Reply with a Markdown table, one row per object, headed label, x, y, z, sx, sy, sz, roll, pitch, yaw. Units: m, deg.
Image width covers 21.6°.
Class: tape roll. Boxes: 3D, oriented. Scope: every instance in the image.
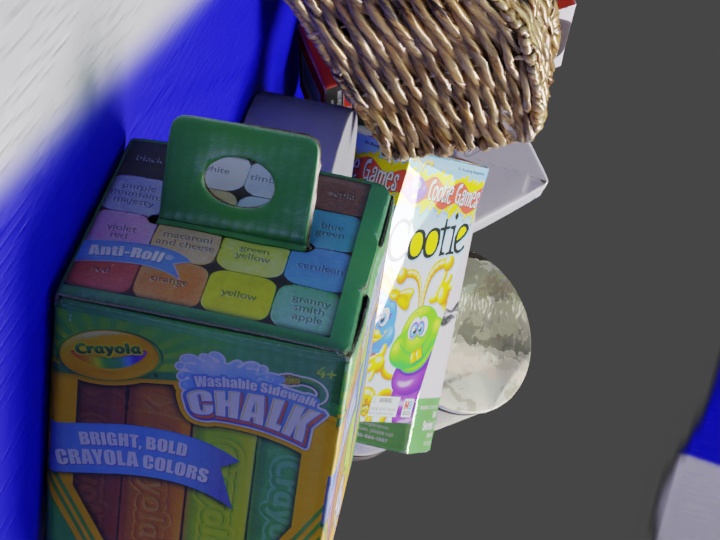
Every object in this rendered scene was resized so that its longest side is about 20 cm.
| label | x | y | z | sx | sy | sz | roll | pitch | yaw |
| --- | --- | --- | --- | --- | --- | --- | --- | --- | --- |
| tape roll | -0.053 | -0.013 | 1.241 | 0.200 | 0.066 | 0.202 | 11 | 90 | -87 |

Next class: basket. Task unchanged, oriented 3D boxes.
| label | x | y | z | sx | sy | sz | roll | pitch | yaw |
| --- | --- | --- | --- | --- | --- | --- | --- | --- | --- |
| basket | 0.051 | -0.190 | 1.194 | 0.200 | 0.142 | 0.150 | 55 | 38 | -41 |

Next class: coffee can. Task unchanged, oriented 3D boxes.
| label | x | y | z | sx | sy | sz | roll | pitch | yaw |
| --- | --- | --- | --- | --- | --- | --- | --- | --- | --- |
| coffee can | 0.035 | 0.077 | 1.667 | 0.200 | 0.146 | 0.147 | -28 | -137 | 54 |

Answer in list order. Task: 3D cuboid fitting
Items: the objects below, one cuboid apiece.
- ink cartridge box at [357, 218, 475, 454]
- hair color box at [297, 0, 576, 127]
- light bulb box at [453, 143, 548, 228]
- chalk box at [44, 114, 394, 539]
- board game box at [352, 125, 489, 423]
| label | x | y | z | sx | sy | sz | roll | pitch | yaw |
| --- | --- | --- | --- | --- | --- | --- | --- | --- | --- |
| ink cartridge box | 0.000 | 0.033 | 1.512 | 0.084 | 0.145 | 0.201 | 12 | 90 | -72 |
| hair color box | 0.055 | -0.169 | 1.417 | 0.102 | 0.199 | 0.062 | 91 | -23 | -69 |
| light bulb box | 0.070 | -0.130 | 1.696 | 0.199 | 0.124 | 0.200 | 64 | 3 | 1 |
| chalk box | -0.059 | 0.030 | 0.808 | 0.124 | 0.124 | 0.201 | -74 | 173 | -53 |
| board game box | 0.000 | 0.000 | 1.393 | 0.103 | 0.105 | 0.201 | 8 | 101 | -52 |
